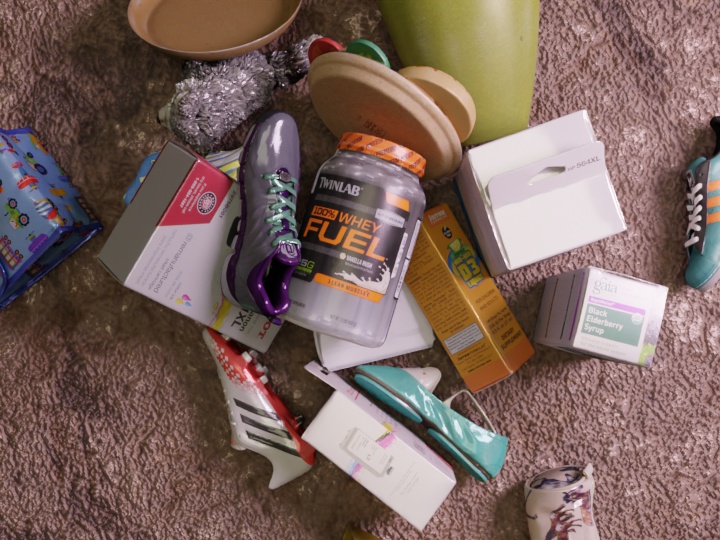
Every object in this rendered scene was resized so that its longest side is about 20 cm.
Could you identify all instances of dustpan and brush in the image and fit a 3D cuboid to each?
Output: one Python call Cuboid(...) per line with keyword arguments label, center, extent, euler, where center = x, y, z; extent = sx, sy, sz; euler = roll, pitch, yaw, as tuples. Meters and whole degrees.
Cuboid(label="dustpan and brush", center=(0.000, 0.000, 0.943), extent=(0.137, 0.057, 0.204), euler=(-12, 93, -8))

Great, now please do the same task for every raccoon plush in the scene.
Cuboid(label="raccoon plush", center=(-0.130, -0.205, 0.892), extent=(0.198, 0.135, 0.097), euler=(-30, 118, 10))

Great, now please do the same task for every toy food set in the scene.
Cuboid(label="toy food set", center=(0.026, -0.170, 0.874), extent=(0.196, 0.200, 0.049), euler=(30, 74, 9))

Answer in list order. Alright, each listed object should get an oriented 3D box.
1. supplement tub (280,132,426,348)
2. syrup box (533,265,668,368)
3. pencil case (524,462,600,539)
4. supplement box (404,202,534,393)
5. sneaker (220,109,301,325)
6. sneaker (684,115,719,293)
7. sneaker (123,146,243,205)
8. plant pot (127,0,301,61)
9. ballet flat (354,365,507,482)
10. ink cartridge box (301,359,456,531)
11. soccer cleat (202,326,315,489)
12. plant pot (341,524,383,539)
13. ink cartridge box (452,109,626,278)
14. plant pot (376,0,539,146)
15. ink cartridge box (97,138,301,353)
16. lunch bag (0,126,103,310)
Cuboid(label="supplement tub", center=(-0.005, -0.032, 0.850), extent=(0.121, 0.123, 0.203), euler=(16, 88, 3))
Cuboid(label="syrup box", center=(0.242, 0.049, 0.850), extent=(0.077, 0.200, 0.083), euler=(14, 88, 2))
Cuboid(label="pencil case", center=(0.236, 0.318, 0.899), extent=(0.088, 0.078, 0.204), euler=(-12, 87, 23))
Cuboid(label="supplement box", center=(0.109, 0.029, 0.914), extent=(0.069, 0.066, 0.202), euler=(-36, 84, 41))
Cuboid(label="sneaker", center=(-0.078, -0.051, 0.800), extent=(0.087, 0.074, 0.203), euler=(24, 108, 46))
Cuboid(label="sneaker", center=(0.395, -0.078, 0.918), extent=(0.079, 0.071, 0.203), euler=(22, 84, 8))
Cuboid(label="sneaker", center=(-0.192, -0.113, 0.939), extent=(0.199, 0.076, 0.106), euler=(-38, 86, 1))
Cuboid(label="plant pot", center=(-0.162, -0.295, 0.922), extent=(0.196, 0.028, 0.202), euler=(-3, 49, 3))
Cuboid(label="ballet flat", center=(0.086, 0.154, 0.926), extent=(0.199, 0.067, 0.071), euler=(38, 74, 1))
Cuboid(label="ink cartridge box", center=(0.005, 0.185, 0.898), extent=(0.199, 0.116, 0.068), euler=(38, 90, 4))
Cuboid(label="soccer cleat", center=(-0.128, 0.155, 0.931), extent=(0.085, 0.069, 0.201), euler=(-39, 90, 0))
Cuboid(label="plant pot", center=(0.048, 0.417, 0.856), extent=(0.174, 0.200, 0.203), euler=(18, 88, -8))
Cuboid(label="ink cartridge box", center=(0.182, -0.073, 0.858), extent=(0.127, 0.200, 0.127), euler=(-20, 87, 2))
Cuboid(label="plant pot", center=(0.120, -0.245, 0.894), extent=(0.184, 0.187, 0.203), euler=(-14, 102, 2))
Cuboid(label="ink cartridge box", center=(-0.150, -0.021, 0.871), extent=(0.082, 0.199, 0.147), euler=(30, 89, 48))
Cuboid(label="lunch bag", center=(-0.431, -0.047, 0.952), extent=(0.199, 0.094, 0.151), euler=(-39, 87, 13))
